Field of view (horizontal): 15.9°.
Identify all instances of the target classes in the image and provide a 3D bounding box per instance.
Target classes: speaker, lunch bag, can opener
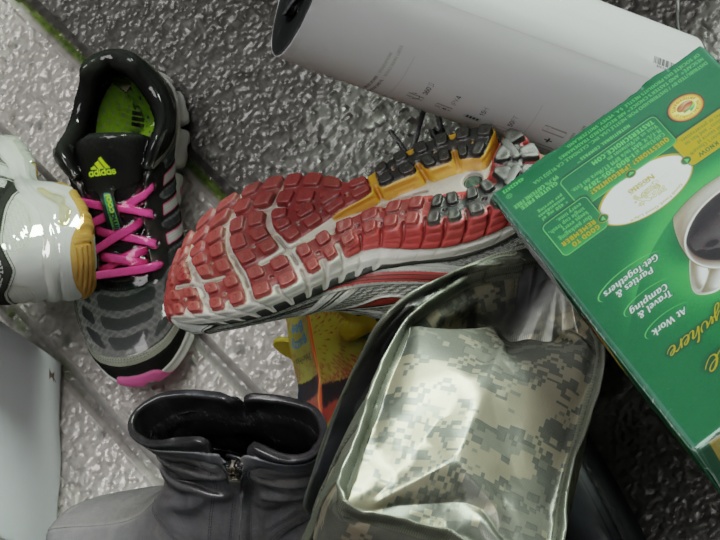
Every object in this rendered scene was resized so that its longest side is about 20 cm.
[{"bbox_3d":[0.060,-0.106,1.225,0.199,0.081,0.082,18,72,-14],"label":"speaker"},{"bbox_3d":[0.036,0.101,1.177,0.117,0.165,0.201,21,43,0],"label":"lunch bag"},{"bbox_3d":[0.097,0.081,1.282,0.079,0.063,0.201,-37,58,30],"label":"can opener"}]

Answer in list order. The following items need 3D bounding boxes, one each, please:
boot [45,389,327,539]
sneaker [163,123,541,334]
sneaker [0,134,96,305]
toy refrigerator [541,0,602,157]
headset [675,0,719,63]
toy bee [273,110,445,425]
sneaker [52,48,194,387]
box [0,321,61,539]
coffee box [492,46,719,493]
[{"bbox_3d":[-0.091,0.108,1.313,0.199,0.132,0.070,-8,51,20],"label":"boot"},{"bbox_3d":[0.000,0.000,1.229,0.199,0.082,0.078,-12,44,14],"label":"sneaker"},{"bbox_3d":[-0.216,-0.028,1.419,0.200,0.087,0.076,-158,61,-63],"label":"sneaker"},{"bbox_3d":[0.137,-0.036,1.315,0.076,0.070,0.201,-28,60,3],"label":"toy refrigerator"},{"bbox_3d":[0.205,-0.105,1.293,0.200,0.094,0.124,38,83,20],"label":"headset"},{"bbox_3d":[-0.018,0.016,1.336,0.108,0.131,0.201,5,56,-18],"label":"toy bee"},{"bbox_3d":[-0.133,-0.036,1.422,0.073,0.088,0.201,-7,65,12],"label":"sneaker"},{"bbox_3d":[-0.275,0.108,1.424,0.199,0.097,0.125,-11,65,20],"label":"box"},{"bbox_3d":[0.151,-0.003,1.101,0.123,0.044,0.200,-36,41,-1],"label":"coffee box"}]
